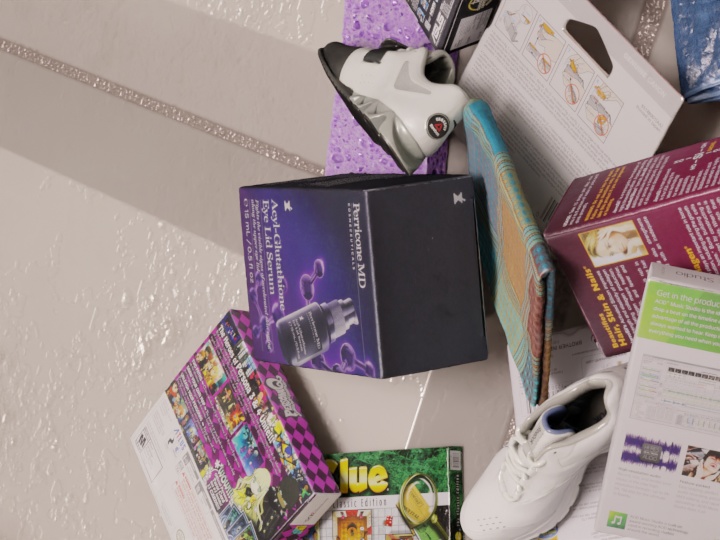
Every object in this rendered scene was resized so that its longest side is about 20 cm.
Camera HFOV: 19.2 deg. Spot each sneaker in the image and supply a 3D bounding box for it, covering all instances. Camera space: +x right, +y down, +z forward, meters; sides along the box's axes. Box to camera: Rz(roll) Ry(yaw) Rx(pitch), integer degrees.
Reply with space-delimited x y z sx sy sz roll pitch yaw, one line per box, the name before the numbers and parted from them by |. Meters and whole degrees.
sneaker | 0.137 0.129 1.557 0.200 0.087 0.075 -47 58 25
sneaker | 0.032 -0.146 1.701 0.088 0.074 0.200 -38 35 -2

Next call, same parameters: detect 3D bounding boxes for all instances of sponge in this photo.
sponge | 0.029 -0.172 1.775 0.111 0.030 0.201 4 87 40

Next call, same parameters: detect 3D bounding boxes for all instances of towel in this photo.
towel | 0.110 -0.016 1.594 0.201 0.022 0.147 -107 10 -46
towel | 0.314 -0.188 1.522 0.199 0.048 0.112 -12 80 39

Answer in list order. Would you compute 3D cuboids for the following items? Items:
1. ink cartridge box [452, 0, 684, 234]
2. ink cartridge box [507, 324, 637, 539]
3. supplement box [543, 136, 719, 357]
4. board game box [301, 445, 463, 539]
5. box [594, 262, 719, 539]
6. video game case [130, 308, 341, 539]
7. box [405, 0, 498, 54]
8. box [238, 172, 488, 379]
ink cartridge box | 0.162 -0.123 1.621 0.200 0.045 0.177 52 131 32
ink cartridge box | 0.177 0.142 1.602 0.119 0.042 0.201 -15 72 37
supplement box | 0.246 -0.025 1.495 0.199 0.086 0.111 -15 115 32
board game box | 0.001 0.202 1.754 0.199 0.023 0.105 -9 76 39
box | 0.250 0.102 1.465 0.143 0.036 0.201 12 115 5
video game case | -0.112 0.167 1.822 0.181 0.036 0.201 -51 50 31
box | 0.062 -0.289 1.648 0.162 0.049 0.200 57 154 22
box | 0.000 0.000 1.678 0.200 0.104 0.149 2 100 58
